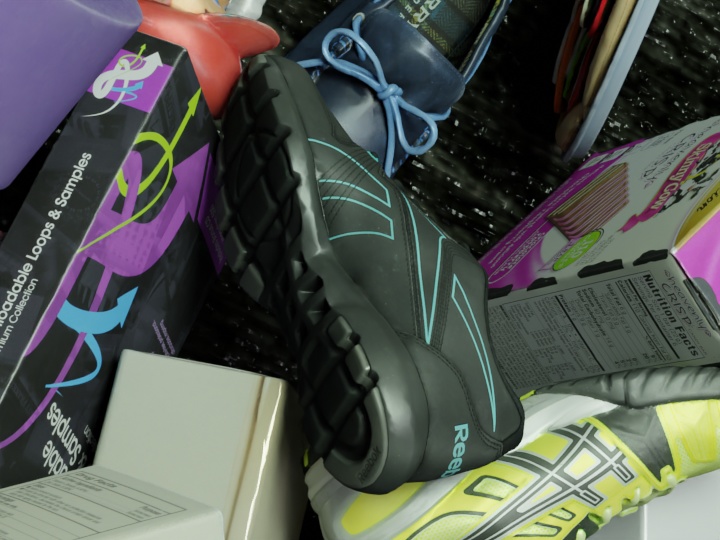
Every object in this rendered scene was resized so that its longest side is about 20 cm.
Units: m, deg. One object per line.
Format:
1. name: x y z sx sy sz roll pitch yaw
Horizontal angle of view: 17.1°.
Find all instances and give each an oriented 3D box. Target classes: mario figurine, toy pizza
1. mario figurine: -0.072 -0.162 1.013 0.123 0.106 0.201 -1 76 -48
2. toy pizza: 0.123 -0.146 1.089 0.032 0.200 0.201 22 70 1

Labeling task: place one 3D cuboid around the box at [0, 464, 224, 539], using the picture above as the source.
1. box: -0.148 0.131 0.810 0.199 0.095 0.078 -12 103 -34

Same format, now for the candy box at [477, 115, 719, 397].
1. candy box: 0.134 -0.010 1.060 0.136 0.200 0.061 -41 103 -28

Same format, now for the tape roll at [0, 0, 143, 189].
1. tape roll: -0.182 -0.125 0.888 0.200 0.200 0.085 38 101 -20

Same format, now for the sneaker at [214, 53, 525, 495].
1. sneaker: 0.000 0.000 0.942 0.079 0.076 0.201 -3 57 -30

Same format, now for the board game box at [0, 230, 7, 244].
1. board game box: -0.224 0.032 0.927 0.200 0.062 0.200 44 64 -17

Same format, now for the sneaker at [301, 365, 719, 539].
1. sneaker: 0.079 0.088 0.967 0.199 0.075 0.077 -11 76 -5

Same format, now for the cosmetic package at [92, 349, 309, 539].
1. cosmetic package: -0.077 0.143 0.959 0.073 0.104 0.201 9 77 11

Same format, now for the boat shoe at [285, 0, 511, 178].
1. boat shoe: 0.011 -0.098 1.078 0.084 0.069 0.201 38 66 -20

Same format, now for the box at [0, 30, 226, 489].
1. box: -0.111 0.024 0.957 0.036 0.143 0.201 20 69 17

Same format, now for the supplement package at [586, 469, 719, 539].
1. supplement package: 0.139 0.186 1.080 0.119 0.121 0.201 6 80 -29
